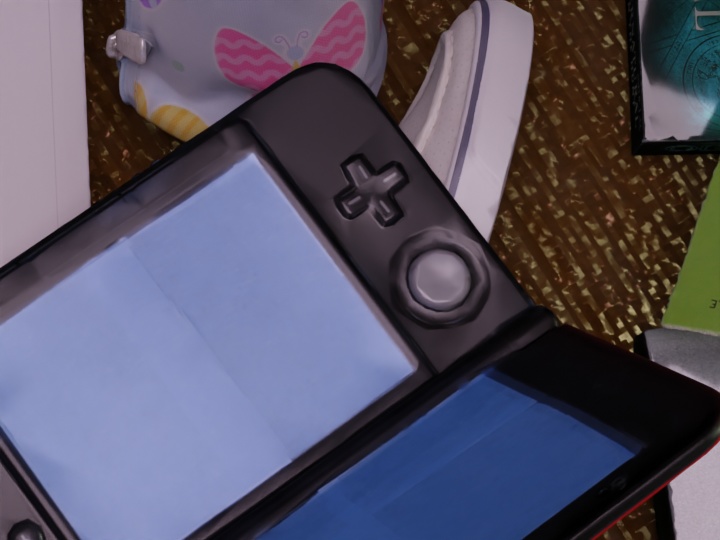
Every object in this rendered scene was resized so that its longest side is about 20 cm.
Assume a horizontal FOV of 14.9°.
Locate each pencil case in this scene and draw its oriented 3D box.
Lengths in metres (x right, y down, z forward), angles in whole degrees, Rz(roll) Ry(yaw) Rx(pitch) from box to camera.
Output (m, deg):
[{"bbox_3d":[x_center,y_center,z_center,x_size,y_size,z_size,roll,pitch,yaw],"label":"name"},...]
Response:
[{"bbox_3d":[-0.040,-0.129,0.852,0.091,0.200,0.083,5,45,8],"label":"pencil case"}]

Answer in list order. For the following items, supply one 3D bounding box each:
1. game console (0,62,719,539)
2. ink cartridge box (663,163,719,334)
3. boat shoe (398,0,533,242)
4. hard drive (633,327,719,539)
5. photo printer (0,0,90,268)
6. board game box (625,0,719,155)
[{"bbox_3d":[-0.030,0.040,0.778,0.200,0.119,0.172,-35,83,-15],"label":"game console"},{"bbox_3d":[0.176,-0.076,0.836,0.148,0.076,0.200,10,69,30],"label":"ink cartridge box"},{"bbox_3d":[0.000,0.000,0.901,0.070,0.071,0.200,19,88,-4],"label":"boat shoe"},{"bbox_3d":[0.198,0.078,0.919,0.200,0.033,0.140,-7,83,-5],"label":"hard drive"},{"bbox_3d":[-0.164,-0.024,0.866,0.166,0.069,0.200,1,81,-31],"label":"photo printer"},{"bbox_3d":[0.157,-0.141,0.949,0.135,0.028,0.200,-2,83,-4],"label":"board game box"}]
